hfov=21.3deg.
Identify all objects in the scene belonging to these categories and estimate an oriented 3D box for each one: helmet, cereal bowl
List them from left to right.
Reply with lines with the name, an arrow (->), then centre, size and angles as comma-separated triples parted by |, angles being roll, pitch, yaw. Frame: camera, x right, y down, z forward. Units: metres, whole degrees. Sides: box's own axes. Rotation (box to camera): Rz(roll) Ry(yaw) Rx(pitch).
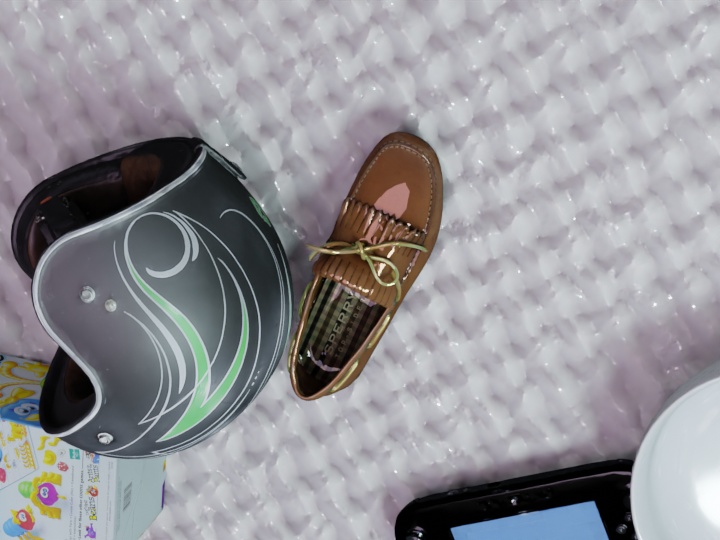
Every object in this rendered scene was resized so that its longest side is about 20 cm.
helmet -> -0.142, 0.027, 1.300 | 0.198, 0.200, 0.192 | -13, 113, 21
cereal bowl -> 0.282, 0.140, 1.263 | 0.198, 0.083, 0.202 | 6, 110, 16

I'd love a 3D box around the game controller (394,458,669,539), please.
game controller -> 0.125, 0.193, 1.356 | 0.198, 0.042, 0.105 | -14, 104, 22

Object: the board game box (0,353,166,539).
board game box -> -0.253, 0.133, 1.421 | 0.198, 0.103, 0.106 | 11, 112, 13

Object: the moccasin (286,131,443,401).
moccasin -> -0.001, -0.001, 1.306 | 0.073, 0.078, 0.202 | 32, 115, 4
